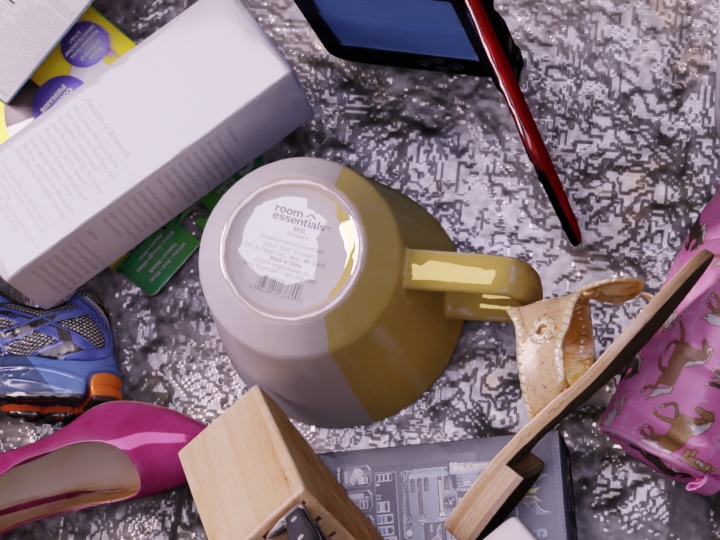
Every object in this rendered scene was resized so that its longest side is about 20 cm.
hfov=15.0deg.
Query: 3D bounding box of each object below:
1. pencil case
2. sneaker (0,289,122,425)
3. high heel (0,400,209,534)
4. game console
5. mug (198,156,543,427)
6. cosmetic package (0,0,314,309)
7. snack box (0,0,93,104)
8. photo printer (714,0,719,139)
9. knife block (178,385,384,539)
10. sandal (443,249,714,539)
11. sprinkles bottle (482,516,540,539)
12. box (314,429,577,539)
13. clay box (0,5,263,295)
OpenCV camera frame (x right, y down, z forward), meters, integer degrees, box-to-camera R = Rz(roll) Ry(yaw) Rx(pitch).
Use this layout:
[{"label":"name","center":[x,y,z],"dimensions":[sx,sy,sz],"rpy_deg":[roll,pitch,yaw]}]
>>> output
[{"label":"pencil case","center":[0.211,0.028,1.546],"dimensions":[0.083,0.087,0.200],"rpy_deg":[30,85,-15]},{"label":"sneaker","center":[-0.239,0.047,1.639],"dimensions":[0.200,0.075,0.078],"rpy_deg":[3,70,3]},{"label":"high heel","center":[-0.179,0.128,1.581],"dimensions":[0.200,0.067,0.096],"rpy_deg":[0,37,7]},{"label":"game console","center":[0.039,-0.098,1.541],"dimensions":[0.172,0.200,0.119],"rpy_deg":[7,79,12]},{"label":"mug","center":[-0.008,-0.005,1.556],"dimensions":[0.187,0.153,0.149],"rpy_deg":[-28,74,3]},{"label":"cosmetic package","center":[-0.131,-0.070,1.572],"dimensions":[0.200,0.101,0.071],"rpy_deg":[-36,78,-1]},{"label":"snack box","center":[-0.251,-0.205,1.617],"dimensions":[0.200,0.037,0.116],"rpy_deg":[40,87,-8]},{"label":"photo printer","center":[0.306,-0.155,1.571],"dimensions":[0.200,0.069,0.166],"rpy_deg":[0,78,10]},{"label":"knife block","center":[-0.045,0.138,1.467],"dimensions":[0.064,0.176,0.200],"rpy_deg":[-41,67,3]},{"label":"sandal","center":[0.100,0.052,1.504],"dimensions":[0.070,0.078,0.212],"rpy_deg":[40,100,12]},{"label":"sprinkles bottle","center":[0.032,0.223,1.491],"dimensions":[0.200,0.068,0.068],"rpy_deg":[-41,74,0]},{"label":"box","center":[0.047,0.197,1.556],"dimensions":[0.158,0.051,0.200],"rpy_deg":[-7,76,10]},{"label":"clay box","center":[-0.166,-0.089,1.658],"dimensions":[0.200,0.048,0.115],"rpy_deg":[40,87,16]}]
